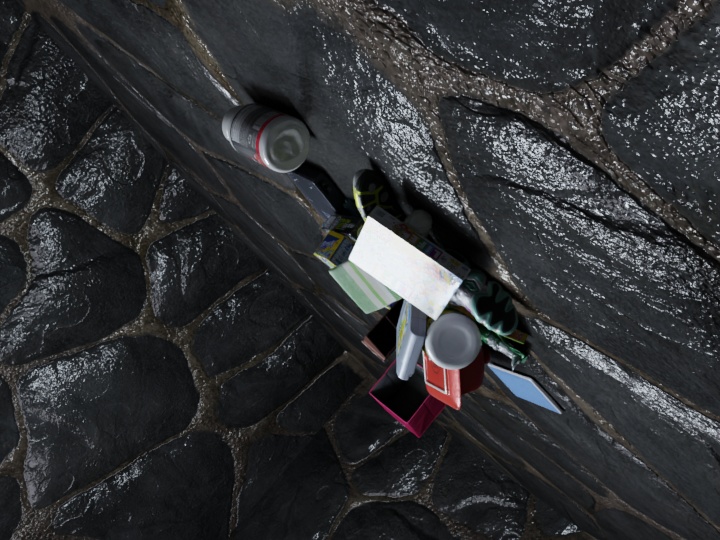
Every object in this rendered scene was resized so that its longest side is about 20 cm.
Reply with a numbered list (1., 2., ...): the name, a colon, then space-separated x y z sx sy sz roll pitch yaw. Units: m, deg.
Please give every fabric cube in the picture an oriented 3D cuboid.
1. fabric cube: 0.188 0.465 2.785 0.196 0.200 0.199 34 169 32

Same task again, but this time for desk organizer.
1. desk organizer: 0.096 0.107 1.708 0.072 0.200 0.077 42 167 7

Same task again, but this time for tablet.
1. tablet: 0.399 0.284 1.827 0.130 0.014 0.200 46 168 -17

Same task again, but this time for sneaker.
1. sneaker: 0.216 0.050 1.424 0.200 0.078 0.140 49 173 14
2. sneaker: 0.019 -0.124 1.417 0.076 0.075 0.200 35 166 33

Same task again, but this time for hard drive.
1. hard drive: -0.080 -0.162 1.700 0.135 0.042 0.200 30 165 46

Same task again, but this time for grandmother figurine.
1. grandmother figurine: 0.098 -0.032 1.390 0.121 0.061 0.200 31 141 22

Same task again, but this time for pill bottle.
1. pill bottle: 0.175 0.135 1.545 0.112 0.112 0.200 43 179 -4
2. pill bottle: -0.196 -0.273 1.501 0.200 0.111 0.111 31 164 47

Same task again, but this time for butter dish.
1. butter dish: 0.239 0.209 1.785 0.200 0.148 0.200 -168 72 -72

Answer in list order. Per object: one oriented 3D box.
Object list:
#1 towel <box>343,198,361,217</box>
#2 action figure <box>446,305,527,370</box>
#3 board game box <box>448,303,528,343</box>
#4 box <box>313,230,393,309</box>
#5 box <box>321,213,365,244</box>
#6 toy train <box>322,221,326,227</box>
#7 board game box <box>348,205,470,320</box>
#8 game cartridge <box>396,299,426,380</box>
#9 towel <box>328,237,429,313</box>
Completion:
1. towel: 0.046 -0.066 1.669 0.147 0.022 0.200 36 167 41
2. action figure: 0.265 0.132 1.615 0.200 0.055 0.118 42 173 24
3. board game box: 0.237 0.088 1.520 0.095 0.030 0.200 23 -176 -45
4. box: 0.000 0.000 1.583 0.200 0.064 0.070 40 171 -33
5. box: 0.016 -0.053 1.594 0.160 0.044 0.200 38 173 -20
6. toy train: 0.000 -0.053 1.832 0.200 0.056 0.150 44 -179 -24
7. board game box: 0.084 -0.011 1.344 0.200 0.034 0.135 35 142 7
8. game cartridge: 0.105 0.115 1.550 0.040 0.134 0.200 15 -151 -6
9. towel: 0.061 0.001 1.491 0.153 0.200 0.023 50 -160 -38
